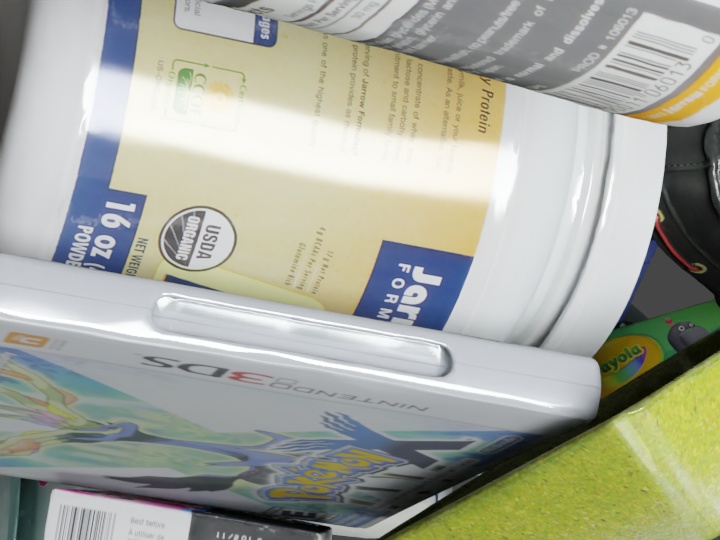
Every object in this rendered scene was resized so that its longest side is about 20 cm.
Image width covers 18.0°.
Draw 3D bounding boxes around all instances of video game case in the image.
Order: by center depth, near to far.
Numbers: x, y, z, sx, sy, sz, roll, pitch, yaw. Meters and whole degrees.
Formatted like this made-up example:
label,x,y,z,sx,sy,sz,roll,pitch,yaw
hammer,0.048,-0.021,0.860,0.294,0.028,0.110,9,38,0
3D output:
label,x,y,z,sx,sy,sz,roll,pitch,yaw
video game case,-0.048,0.045,0.715,0.181,0.022,0.200,10,162,-17

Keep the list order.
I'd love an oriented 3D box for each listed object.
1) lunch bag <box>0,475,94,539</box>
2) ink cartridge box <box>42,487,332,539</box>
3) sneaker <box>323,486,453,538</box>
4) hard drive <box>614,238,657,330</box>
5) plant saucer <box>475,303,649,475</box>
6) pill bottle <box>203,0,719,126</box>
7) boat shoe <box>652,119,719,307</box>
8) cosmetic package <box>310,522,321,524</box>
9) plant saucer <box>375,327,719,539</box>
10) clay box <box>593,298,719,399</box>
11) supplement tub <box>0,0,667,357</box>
label,x,y,z,sx,sy,sz,roll,pitch,yaw
lunch bag,-0.147,0.119,1.201,0.199,0.172,0.122,0,174,13
ink cartridge box,-0.060,0.106,0.860,0.094,0.037,0.200,9,172,2
sneaker,-0.057,0.097,1.089,0.199,0.073,0.071,10,-152,12
hard drive,0.044,0.019,0.994,0.131,0.026,0.200,10,148,-3
plant saucer,0.062,0.042,1.091,0.199,0.036,0.200,6,150,4
pill bottle,0.012,-0.110,0.537,0.199,0.117,0.116,13,161,-23
boat shoe,0.167,-0.013,0.880,0.063,0.074,0.201,-1,159,33
cosmetic package,-0.066,0.018,0.908,0.052,0.151,0.200,-38,160,-5
plant saucer,0.110,0.055,0.755,0.199,0.048,0.200,-28,175,-34
clay box,0.146,0.058,1.001,0.199,0.048,0.115,-15,154,-10
supplement tub,-0.019,-0.042,0.711,0.199,0.145,0.144,10,162,-17
